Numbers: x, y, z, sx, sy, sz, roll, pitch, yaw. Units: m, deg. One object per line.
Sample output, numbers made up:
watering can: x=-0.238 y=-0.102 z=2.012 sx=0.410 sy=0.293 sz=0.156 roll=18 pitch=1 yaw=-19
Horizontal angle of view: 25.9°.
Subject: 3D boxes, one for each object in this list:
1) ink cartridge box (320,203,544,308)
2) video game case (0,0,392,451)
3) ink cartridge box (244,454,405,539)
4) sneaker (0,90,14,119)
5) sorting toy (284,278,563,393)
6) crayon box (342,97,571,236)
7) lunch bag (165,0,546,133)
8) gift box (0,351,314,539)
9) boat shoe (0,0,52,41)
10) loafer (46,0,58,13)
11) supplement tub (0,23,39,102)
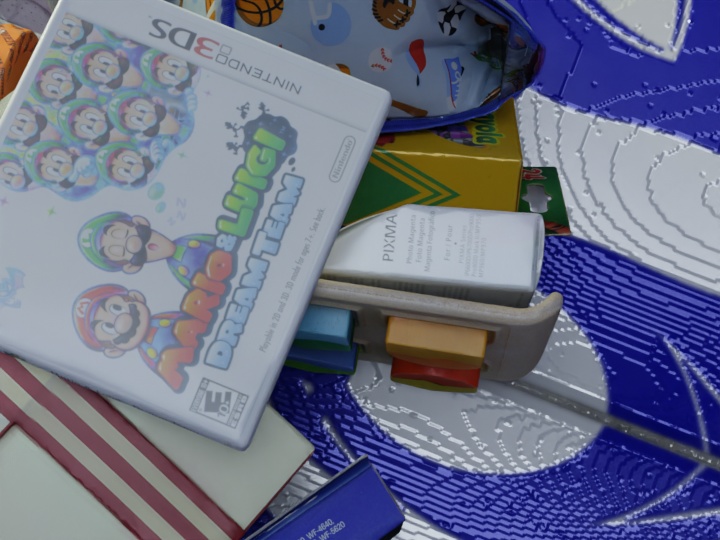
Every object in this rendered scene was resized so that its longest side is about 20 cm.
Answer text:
ink cartridge box: x=0.000 y=0.000 z=0.909 sx=0.198 sy=0.163 sz=0.058 roll=9 pitch=77 yaw=3
video game case: x=-0.103 y=-0.035 z=0.794 sx=0.181 sy=0.024 sz=0.201 roll=22 pitch=75 yaw=3
ink cartridge box: x=-0.025 y=0.152 z=0.856 sx=0.099 sy=0.200 sz=0.039 roll=-34 pitch=78 yaw=-5
sneaker: x=-0.226 y=-0.016 z=0.900 sx=0.200 sy=0.070 sz=0.080 roll=-41 pitch=123 yaw=2
sorting toy: x=0.009 y=0.039 z=0.886 sx=0.198 sy=0.185 sz=0.037 roll=4 pitch=77 yaw=3
crayon box: x=0.027 y=-0.069 z=0.944 sx=0.198 sy=0.127 sz=0.051 roll=4 pitch=113 yaw=0
lunch bag: x=-0.007 y=-0.161 z=0.931 sx=0.198 sy=0.170 sz=0.125 roll=0 pitch=121 yaw=-20
gift box: x=-0.159 y=0.097 z=0.884 sx=0.187 sy=0.200 sz=0.185 roll=44 pitch=76 yaw=-6
boat shoe: x=-0.219 y=-0.183 z=1.003 sx=0.201 sy=0.065 sz=0.075 roll=37 pitch=80 yaw=8
loafer: x=-0.154 y=-0.246 z=0.946 sx=0.069 sy=0.070 sz=0.202 roll=3 pitch=88 yaw=14
supplement tub: x=-0.305 y=-0.120 z=0.961 sx=0.198 sy=0.123 sz=0.124 roll=13 pitch=77 yaw=3
